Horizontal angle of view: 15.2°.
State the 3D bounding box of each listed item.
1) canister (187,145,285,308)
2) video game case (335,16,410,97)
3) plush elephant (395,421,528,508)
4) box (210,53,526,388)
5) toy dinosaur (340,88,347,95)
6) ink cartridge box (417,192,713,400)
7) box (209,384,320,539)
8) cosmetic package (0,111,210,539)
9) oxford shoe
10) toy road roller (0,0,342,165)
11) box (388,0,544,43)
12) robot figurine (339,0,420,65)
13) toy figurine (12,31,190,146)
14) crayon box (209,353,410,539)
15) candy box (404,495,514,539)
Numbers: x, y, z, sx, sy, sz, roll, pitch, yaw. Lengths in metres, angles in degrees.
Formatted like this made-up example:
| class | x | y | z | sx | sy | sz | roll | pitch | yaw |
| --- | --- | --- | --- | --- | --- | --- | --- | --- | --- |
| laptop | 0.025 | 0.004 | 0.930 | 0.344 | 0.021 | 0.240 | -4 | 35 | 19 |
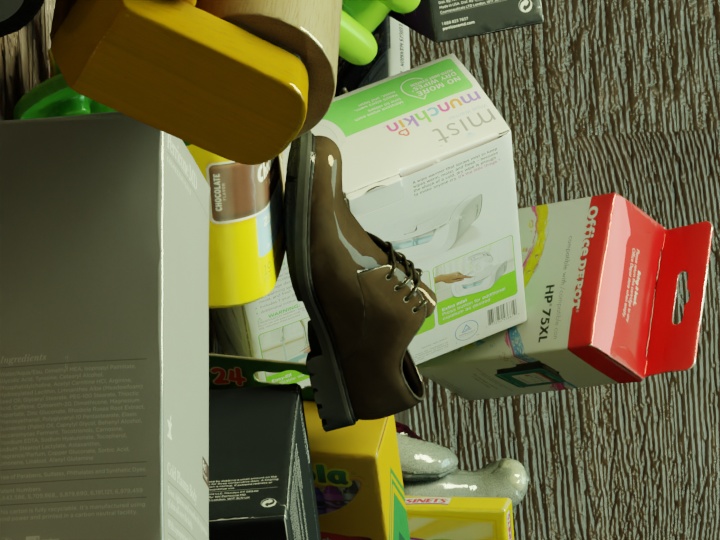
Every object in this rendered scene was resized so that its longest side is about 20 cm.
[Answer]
| class | x | y | z | sx | sy | sz | roll | pitch | yaw |
| --- | --- | --- | --- | --- | --- | --- | --- | --- | --- |
| canister | -0.089 | -0.095 | 1.557 | 0.149 | 0.086 | 0.202 | -80 | 168 | -68 |
| video game case | -0.023 | -0.097 | 2.009 | 0.200 | 0.023 | 0.182 | -52 | -157 | 33 |
| plush elephant | -0.005 | 0.107 | 1.936 | 0.164 | 0.199 | 0.156 | -22 | -107 | 63 |
| box | -0.001 | -0.019 | 1.774 | 0.097 | 0.199 | 0.177 | -123 | -163 | -44 |
| toy dinosaur | -0.054 | -0.088 | 1.909 | 0.200 | 0.105 | 0.061 | 7 | 74 | -78 |
| ink cartridge box | 0.139 | 0.017 | 1.862 | 0.067 | 0.199 | 0.117 | 31 | 60 | -42 |
| box | -0.064 | 0.191 | 1.607 | 0.141 | 0.078 | 0.201 | -81 | 166 | -61 |
| cosmetic package | -0.113 | 0.041 | 1.175 | 0.107 | 0.089 | 0.202 | 62 | 28 | -72 |
| oxford shoe | 0.000 | 0.000 | 1.592 | 0.073 | 0.084 | 0.201 | -90 | 169 | -54 |
| toy road roller | -0.076 | -0.151 | 1.062 | 0.146 | 0.199 | 0.123 | -47 | -153 | 37 |
| box | 0.051 | -0.234 | 1.769 | 0.200 | 0.078 | 0.142 | -133 | -146 | -75 |
| robot figurine | -0.047 | -0.213 | 1.705 | 0.115 | 0.176 | 0.200 | 29 | 15 | -48 |
| toy figurine | -0.108 | -0.162 | 1.260 | 0.200 | 0.149 | 0.186 | 143 | -63 | -70 |
| crayon box | -0.038 | 0.143 | 1.725 | 0.051 | 0.126 | 0.201 | -72 | 160 | -46 |
| candy box | 0.007 | 0.201 | 1.817 | 0.026 | 0.198 | 0.103 | -43 | 131 | -68 |
